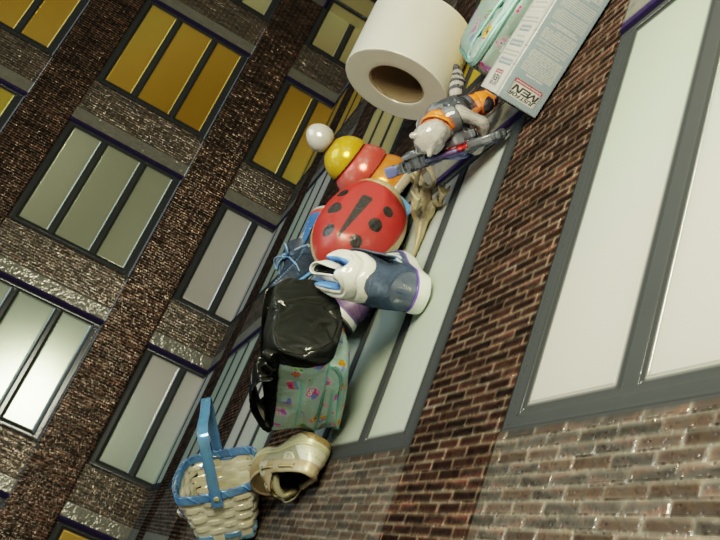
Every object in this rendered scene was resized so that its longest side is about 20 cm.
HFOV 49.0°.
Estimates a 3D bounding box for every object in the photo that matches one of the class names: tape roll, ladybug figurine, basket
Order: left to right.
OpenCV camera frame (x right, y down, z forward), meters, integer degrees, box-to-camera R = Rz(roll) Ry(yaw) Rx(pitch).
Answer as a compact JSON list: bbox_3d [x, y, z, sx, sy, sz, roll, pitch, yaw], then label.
[{"bbox_3d":[-0.226,0.315,1.238,0.176,0.139,0.201,-133,36,-80],"label":"basket"},{"bbox_3d":[-0.001,-0.072,1.201,0.072,0.135,0.200,94,-159,-51],"label":"ladybug figurine"},{"bbox_3d":[0.090,-0.392,1.451,0.140,0.202,0.203,-67,13,-18],"label":"tape roll"}]

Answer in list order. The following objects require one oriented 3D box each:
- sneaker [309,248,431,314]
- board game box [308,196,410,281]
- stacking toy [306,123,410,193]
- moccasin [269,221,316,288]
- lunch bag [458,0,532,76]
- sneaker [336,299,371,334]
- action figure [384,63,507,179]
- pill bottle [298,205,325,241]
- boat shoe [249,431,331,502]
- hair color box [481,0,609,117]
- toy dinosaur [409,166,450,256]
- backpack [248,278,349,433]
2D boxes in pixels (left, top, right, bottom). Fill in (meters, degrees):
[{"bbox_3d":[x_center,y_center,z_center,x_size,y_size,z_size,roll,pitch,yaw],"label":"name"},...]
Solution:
[{"bbox_3d":[0.000,0.000,1.059,0.200,0.146,0.081,-141,68,-73],"label":"sneaker"},{"bbox_3d":[-0.014,-0.028,1.306,0.200,0.037,0.151,-45,4,-32],"label":"board game box"},{"bbox_3d":[-0.013,-0.193,1.414,0.146,0.200,0.146,-48,8,9],"label":"stacking toy"},{"bbox_3d":[-0.102,-0.018,1.295,0.080,0.068,0.200,-41,4,35],"label":"moccasin"},{"bbox_3d":[0.227,-0.382,1.155,0.200,0.077,0.161,-56,13,25],"label":"lunch bag"},{"bbox_3d":[-0.017,0.057,1.273,0.088,0.076,0.200,-44,9,-13],"label":"sneaker"},{"bbox_3d":[0.109,-0.205,1.097,0.199,0.105,0.194,-17,21,34],"label":"action figure"},{"bbox_3d":[-0.079,-0.018,1.542,0.112,0.112,0.201,-42,24,57],"label":"pill bottle"},{"bbox_3d":[-0.109,0.287,1.106,0.200,0.072,0.065,-40,23,47],"label":"boat shoe"},{"bbox_3d":[0.235,-0.295,0.975,0.200,0.060,0.099,-58,12,15],"label":"hair color box"},{"bbox_3d":[0.093,-0.090,1.170,0.101,0.058,0.201,106,171,-59],"label":"toy dinosaur"},{"bbox_3d":[-0.078,0.132,1.056,0.167,0.126,0.201,-85,2,-53],"label":"backpack"}]
